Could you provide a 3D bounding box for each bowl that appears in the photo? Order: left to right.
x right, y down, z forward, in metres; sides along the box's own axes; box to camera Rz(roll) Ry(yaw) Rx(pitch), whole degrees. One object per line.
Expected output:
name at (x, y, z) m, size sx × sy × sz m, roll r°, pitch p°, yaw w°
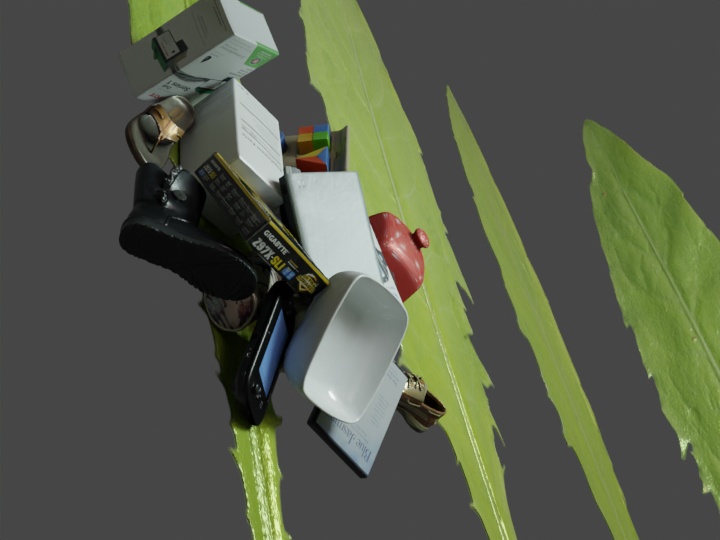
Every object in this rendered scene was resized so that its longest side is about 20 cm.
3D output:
bowl at (-0.027, 0.106, 1.443) m, size 0.074 × 0.201 × 0.200 m, roll 21°, pitch -13°, yaw 35°

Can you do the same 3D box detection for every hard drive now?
hard drive at (-0.043, -0.051, 1.517) m, size 0.139 × 0.033 × 0.202 m, roll -6°, pitch 78°, yaw -39°

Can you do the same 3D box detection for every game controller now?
game controller at (-0.126, 0.111, 1.362) m, size 0.105 × 0.042 × 0.201 m, roll 71°, pitch 27°, yaw -43°

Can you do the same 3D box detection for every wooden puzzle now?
wooden puzzle at (-0.117, -0.191, 1.672) m, size 0.186 × 0.198 × 0.047 m, roll -90°, pitch 168°, yaw -54°

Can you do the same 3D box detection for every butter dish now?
butter dish at (0.071, -0.034, 1.991) m, size 0.200 × 0.147 × 0.201 m, roll 49°, pitch 23°, yaw -27°

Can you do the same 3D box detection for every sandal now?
sandal at (-0.288, -0.214, 1.483) m, size 0.082 × 0.054 × 0.200 m, roll 53°, pitch 31°, yaw -15°

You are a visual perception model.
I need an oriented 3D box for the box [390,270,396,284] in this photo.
box at (-0.024, 0.014, 1.758) m, size 0.200 × 0.100 × 0.075 m, roll 38°, pitch 33°, yaw -48°

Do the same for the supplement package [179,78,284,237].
supplement package at (-0.202, -0.177, 1.560) m, size 0.120 × 0.121 × 0.201 m, roll 42°, pitch 27°, yaw -40°

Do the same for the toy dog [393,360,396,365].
toy dog at (-0.030, 0.109, 1.641) m, size 0.132 × 0.096 × 0.201 m, roll -34°, pitch 106°, yaw -46°

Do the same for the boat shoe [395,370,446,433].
boat shoe at (0.085, 0.215, 1.786) m, size 0.200 × 0.074 × 0.076 m, roll 44°, pitch 25°, yaw -38°

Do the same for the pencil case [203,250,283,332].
pencil case at (-0.160, 0.017, 1.458) m, size 0.200 × 0.077 × 0.090 m, roll -49°, pitch 129°, yaw -69°

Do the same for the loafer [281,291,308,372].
loafer at (-0.105, 0.070, 1.522) m, size 0.068 × 0.075 × 0.201 m, roll 56°, pitch 20°, yaw -27°

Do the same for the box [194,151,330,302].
box at (-0.139, -0.061, 1.396) m, size 0.200 × 0.049 × 0.160 m, roll 49°, pitch -1°, yaw 46°

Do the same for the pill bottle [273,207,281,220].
pill bottle at (-0.111, -0.116, 1.708) m, size 0.116 × 0.115 × 0.201 m, roll 49°, pitch 23°, yaw -28°

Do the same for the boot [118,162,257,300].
boot at (-0.224, -0.061, 1.352) m, size 0.199 × 0.077 × 0.169 m, roll 24°, pitch 34°, yaw -16°

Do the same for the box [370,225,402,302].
box at (0.000, 0.000, 1.612) m, size 0.119 × 0.041 × 0.201 m, roll 3°, pitch 62°, yaw -55°

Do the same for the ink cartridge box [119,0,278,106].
ink cartridge box at (-0.252, -0.337, 1.551) m, size 0.146 × 0.199 × 0.085 m, roll 2°, pitch 63°, yaw -66°

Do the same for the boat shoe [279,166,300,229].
boat shoe at (-0.081, -0.070, 1.561) m, size 0.074 × 0.064 × 0.203 m, roll 126°, pitch -50°, yaw -64°

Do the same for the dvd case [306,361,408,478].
dvd case at (-0.001, 0.203, 1.560) m, size 0.143 × 0.017 × 0.201 m, roll 50°, pitch 47°, yaw -27°
